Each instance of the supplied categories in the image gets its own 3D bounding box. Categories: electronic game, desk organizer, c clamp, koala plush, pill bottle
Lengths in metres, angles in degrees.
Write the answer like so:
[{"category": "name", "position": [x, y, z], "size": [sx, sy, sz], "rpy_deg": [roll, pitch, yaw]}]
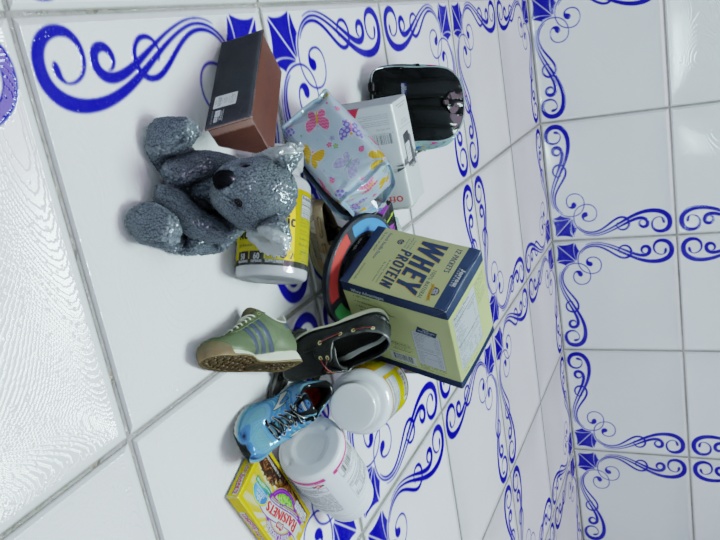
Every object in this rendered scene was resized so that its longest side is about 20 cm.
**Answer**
[{"category": "electronic game", "position": [0.000, 0.000, 1.281], "size": [0.199, 0.041, 0.202], "rpy_deg": [-27, 125, -47]}, {"category": "desk organizer", "position": [-0.163, -0.249, 1.065], "size": [0.077, 0.071, 0.202], "rpy_deg": [61, 22, -47]}, {"category": "c clamp", "position": [-0.093, 0.194, 1.274], "size": [0.172, 0.027, 0.201], "rpy_deg": [63, 36, -38]}, {"category": "koala plush", "position": [-0.163, -0.098, 0.963], "size": [0.184, 0.198, 0.180], "rpy_deg": [35, 57, -58]}, {"category": "pill bottle", "position": [-0.051, 0.341, 1.247], "size": [0.201, 0.112, 0.114], "rpy_deg": [64, 35, -46]}, {"category": "pill bottle", "position": [0.013, 0.215, 1.265], "size": [0.200, 0.108, 0.111], "rpy_deg": [-5, 92, -75]}, {"category": "pill bottle", "position": [-0.131, -0.084, 1.127], "size": [0.111, 0.110, 0.203], "rpy_deg": [19, 70, -62]}]

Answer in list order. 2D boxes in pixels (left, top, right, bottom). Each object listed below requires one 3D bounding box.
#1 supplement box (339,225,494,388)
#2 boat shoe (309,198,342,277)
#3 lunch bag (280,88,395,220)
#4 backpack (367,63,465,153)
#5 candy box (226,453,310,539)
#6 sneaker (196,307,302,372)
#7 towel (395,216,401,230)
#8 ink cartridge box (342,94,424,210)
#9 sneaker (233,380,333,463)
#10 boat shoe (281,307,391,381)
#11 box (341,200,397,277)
[{"category": "supplement box", "position": [0.099, 0.060, 1.234], "size": [0.135, 0.198, 0.201], "rpy_deg": [-55, 145, -32]}, {"category": "boat shoe", "position": [-0.055, -0.048, 1.326], "size": [0.201, 0.064, 0.072], "rpy_deg": [61, 38, -44]}, {"category": "lunch bag", "position": [-0.032, -0.180, 1.244], "size": [0.170, 0.127, 0.200], "rpy_deg": [51, 3, 9]}, {"category": "backpack", "position": [0.122, -0.340, 1.561], "size": [0.151, 0.197, 0.180], "rpy_deg": [8, 79, -83]}, {"category": "candy box", "position": [-0.141, 0.372, 1.167], "size": [0.103, 0.026, 0.201], "rpy_deg": [-63, 141, -41]}, {"category": "sneaker", "position": [-0.170, 0.099, 1.099], "size": [0.199, 0.067, 0.091], "rpy_deg": [13, 55, -53]}, {"category": "towel", "position": [0.043, -0.017, 1.542], "size": [0.200, 0.048, 0.173], "rpy_deg": [-21, 106, -62]}, {"category": "ink cartridge box", "position": [0.028, -0.220, 1.419], "size": [0.083, 0.144, 0.202], "rpy_deg": [-49, 130, -57]}, {"category": "sneaker", "position": [-0.114, 0.217, 1.131], "size": [0.079, 0.090, 0.200], "rpy_deg": [59, 40, -4]}, {"category": "boat shoe", "position": [-0.043, 0.127, 1.167], "size": [0.074, 0.200, 0.063], "rpy_deg": [57, 15, -30]}, {"category": "box", "position": [0.009, -0.018, 1.382], "size": [0.201, 0.036, 0.143], "rpy_deg": [-58, 158, -20]}]
